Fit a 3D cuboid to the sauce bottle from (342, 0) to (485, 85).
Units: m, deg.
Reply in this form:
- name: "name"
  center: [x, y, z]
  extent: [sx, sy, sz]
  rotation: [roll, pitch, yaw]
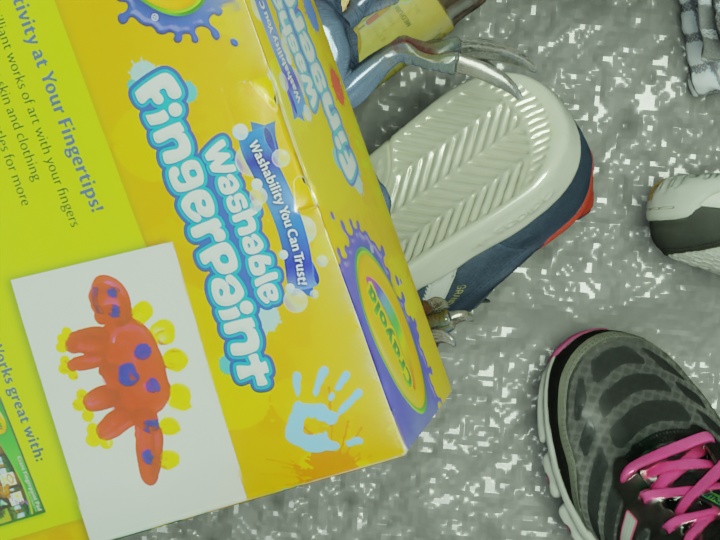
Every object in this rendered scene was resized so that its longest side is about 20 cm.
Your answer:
- name: "sauce bottle"
  center: [-0.046, -0.067, 0.983]
  extent: [0.200, 0.065, 0.065]
  rotation: [-39, 90, 0]

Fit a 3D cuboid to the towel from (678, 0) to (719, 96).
- name: "towel"
  center: [0.211, -0.156, 0.968]
  extent: [0.199, 0.086, 0.166]
  rotation: [-4, 90, 1]

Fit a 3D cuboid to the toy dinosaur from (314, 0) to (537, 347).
- name: "toy dinosaur"
  center: [-0.016, -0.060, 0.862]
  extent: [0.200, 0.105, 0.182]
  rotation: [-30, 113, -32]

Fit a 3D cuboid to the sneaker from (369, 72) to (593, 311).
- name: "sneaker"
  center: [0.000, 0.000, 0.978]
  extent: [0.199, 0.084, 0.075]
  rotation: [-24, 68, 14]

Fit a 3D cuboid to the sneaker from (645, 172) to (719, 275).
- name: "sneaker"
  center: [0.197, 0.022, 0.975]
  extent: [0.199, 0.076, 0.088]
  rotation: [17, 91, 1]

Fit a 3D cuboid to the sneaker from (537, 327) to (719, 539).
- name: "sneaker"
  center: [0.133, 0.102, 0.950]
  extent: [0.073, 0.088, 0.201]
  rotation: [-17, 71, -22]

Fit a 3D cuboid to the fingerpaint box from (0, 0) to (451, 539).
- name: "fingerpaint box"
  center: [-0.084, -0.023, 0.812]
  extent: [0.166, 0.073, 0.201]
  rotation: [-18, 98, 17]
